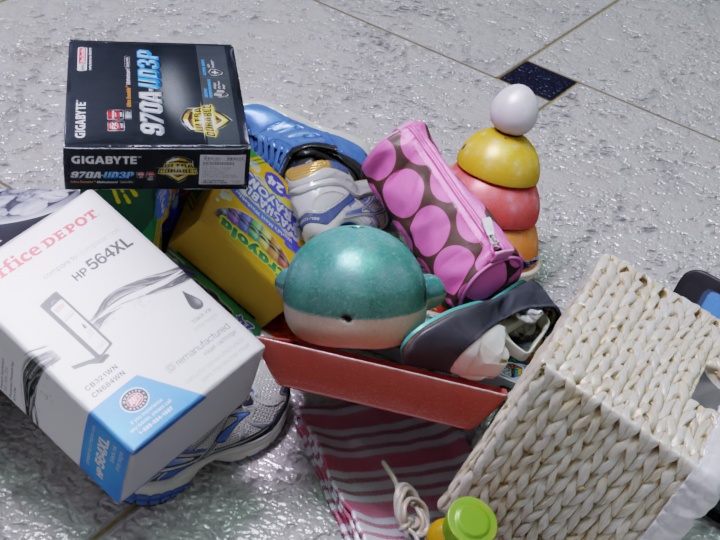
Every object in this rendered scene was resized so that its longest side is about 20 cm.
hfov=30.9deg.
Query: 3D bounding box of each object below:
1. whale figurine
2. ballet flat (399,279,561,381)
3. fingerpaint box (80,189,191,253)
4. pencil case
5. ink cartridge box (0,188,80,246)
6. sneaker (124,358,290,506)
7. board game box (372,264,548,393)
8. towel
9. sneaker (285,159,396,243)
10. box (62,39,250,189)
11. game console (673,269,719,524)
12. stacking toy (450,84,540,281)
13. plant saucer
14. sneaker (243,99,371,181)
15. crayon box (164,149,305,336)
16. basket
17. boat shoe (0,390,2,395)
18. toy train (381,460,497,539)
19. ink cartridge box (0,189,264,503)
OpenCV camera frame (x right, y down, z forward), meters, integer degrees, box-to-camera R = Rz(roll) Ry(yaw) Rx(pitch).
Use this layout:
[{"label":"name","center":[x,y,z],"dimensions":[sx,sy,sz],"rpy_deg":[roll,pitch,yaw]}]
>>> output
[{"label":"whale figurine","center":[0.000,0.000,1.193],"dimensions":[0.158,0.104,0.200],"rpy_deg":[3,17,7]},{"label":"ballet flat","center":[0.119,0.059,1.180],"dimensions":[0.073,0.073,0.200],"rpy_deg":[33,32,29]},{"label":"fingerpaint box","center":[-0.208,-0.077,1.266],"dimensions":[0.073,0.167,0.200],"rpy_deg":[9,34,3]},{"label":"pencil case","center":[0.080,-0.057,1.265],"dimensions":[0.091,0.094,0.200],"rpy_deg":[-26,62,-19]},{"label":"ink cartridge box","center":[-0.382,-0.018,1.194],"dimensions":[0.197,0.044,0.200],"rpy_deg":[3,31,27]},{"label":"sneaker","center":[-0.125,0.117,1.086],"dimensions":[0.077,0.085,0.200],"rpy_deg":[29,39,25]},{"label":"board game box","center":[0.095,0.058,1.269],"dimensions":[0.199,0.035,0.126],"rpy_deg":[21,36,16]},{"label":"towel","center":[0.039,0.170,1.102],"dimensions":[0.146,0.030,0.200],"rpy_deg":[-5,38,-22]},{"label":"sneaker","center":[-0.012,-0.050,1.345],"dimensions":[0.075,0.089,0.200],"rpy_deg":[-17,-15,30]},{"label":"box","center":[-0.186,-0.143,1.178],"dimensions":[0.158,0.046,0.200],"rpy_deg":[0,36,-10]},{"label":"game console","center":[0.326,0.116,1.176],"dimensions":[0.200,0.117,0.176],"rpy_deg":[32,40,28]},{"label":"stacking toy","center":[0.139,-0.097,1.344],"dimensions":[0.146,0.201,0.146],"rpy_deg":[13,22,-5]},{"label":"plant saucer","center":[0.021,0.095,1.085],"dimensions":[0.199,0.037,0.200],"rpy_deg":[13,-3,7]},{"label":"sneaker","center":[-0.088,-0.127,1.444],"dimensions":[0.199,0.077,0.111],"rpy_deg":[18,26,-1]},{"label":"crayon box","center":[-0.113,-0.033,1.277],"dimensions":[0.126,0.052,0.200],"rpy_deg":[42,30,-20]},{"label":"basket","center":[0.193,0.128,1.025],"dimensions":[0.161,0.200,0.198],"rpy_deg":[35,38,7]},{"label":"boat shoe","center":[-0.304,0.052,1.068],"dimensions":[0.071,0.065,0.200],"rpy_deg":[17,64,32]},{"label":"toy train","center":[0.063,0.200,0.956],"dimensions":[0.084,0.116,0.200],"rpy_deg":[-8,56,-25]},{"label":"ink cartridge box","center":[-0.198,0.054,1.005],"dimensions":[0.200,0.084,0.146],"rpy_deg":[40,53,14]}]
